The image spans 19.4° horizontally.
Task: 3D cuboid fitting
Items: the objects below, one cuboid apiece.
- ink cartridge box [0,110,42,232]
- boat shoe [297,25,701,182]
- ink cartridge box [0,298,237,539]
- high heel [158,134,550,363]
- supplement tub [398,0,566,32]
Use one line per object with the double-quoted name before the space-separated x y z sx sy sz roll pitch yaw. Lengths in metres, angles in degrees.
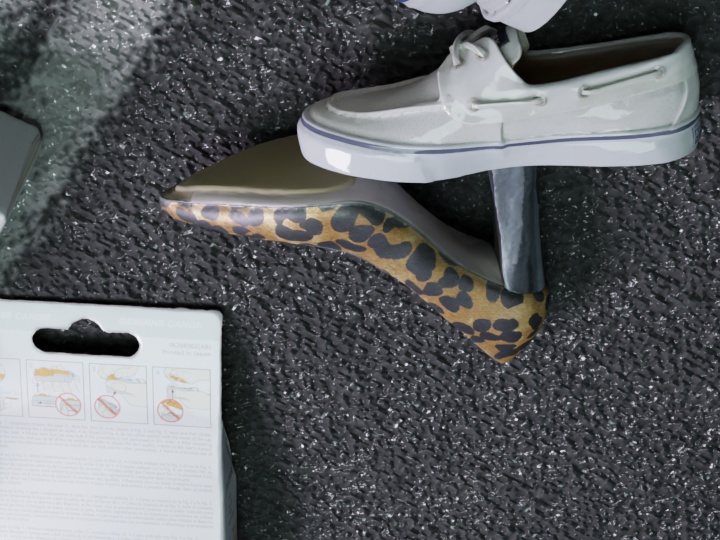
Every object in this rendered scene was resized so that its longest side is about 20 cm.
"ink cartridge box" -0.287 -0.043 1.097 0.200 0.083 0.147 24 127 -12
"boat shoe" 0.067 -0.089 1.035 0.200 0.071 0.070 -1 119 5
"ink cartridge box" -0.156 0.103 1.240 0.162 0.050 0.200 3 111 5
"high heel" 0.000 0.000 1.109 0.200 0.071 0.143 -4 126 2
"supplement tub" 0.009 -0.198 0.901 0.200 0.145 0.145 23 127 -12
